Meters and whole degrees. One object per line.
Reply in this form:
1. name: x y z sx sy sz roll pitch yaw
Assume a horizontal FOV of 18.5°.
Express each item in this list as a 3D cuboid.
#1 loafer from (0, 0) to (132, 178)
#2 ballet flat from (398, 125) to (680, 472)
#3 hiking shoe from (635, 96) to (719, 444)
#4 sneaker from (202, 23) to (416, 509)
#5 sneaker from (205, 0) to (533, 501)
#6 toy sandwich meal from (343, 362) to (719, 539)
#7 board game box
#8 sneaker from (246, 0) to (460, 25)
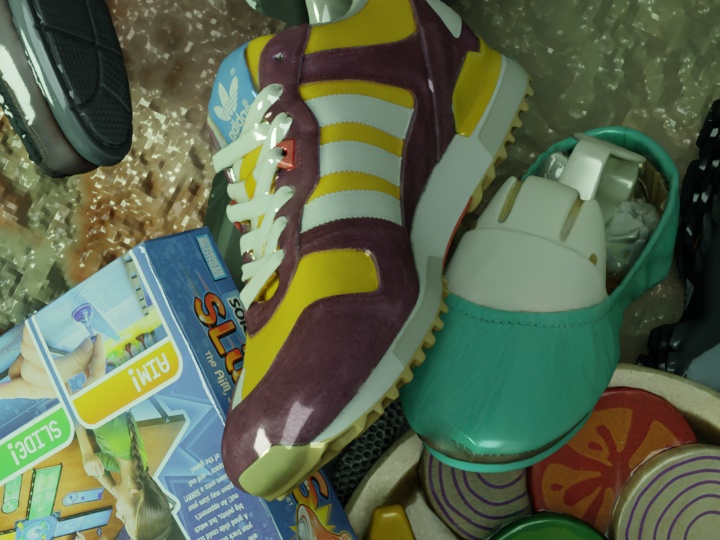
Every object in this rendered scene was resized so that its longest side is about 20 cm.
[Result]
1. loafer: -0.141 -0.119 0.804 0.063 0.072 0.200 -25 77 18
2. ballet flat: 0.060 -0.004 0.715 0.067 0.200 0.070 11 112 16
3. hiking shoe: 0.157 -0.004 0.782 0.087 0.074 0.200 16 93 -6
4. sneaker: 0.000 0.000 0.779 0.114 0.076 0.200 15 72 -14
5. sneaker: -0.017 -0.019 0.672 0.090 0.075 0.200 37 42 -12
6. toy sandwich meal: 0.077 0.129 0.705 0.205 0.070 0.205 0 88 -2
7. board game box: -0.097 0.089 0.729 0.200 0.034 0.135 -30 82 36
8. sneaker: 0.025 -0.148 0.780 0.200 0.080 0.086 -19 44 -26
